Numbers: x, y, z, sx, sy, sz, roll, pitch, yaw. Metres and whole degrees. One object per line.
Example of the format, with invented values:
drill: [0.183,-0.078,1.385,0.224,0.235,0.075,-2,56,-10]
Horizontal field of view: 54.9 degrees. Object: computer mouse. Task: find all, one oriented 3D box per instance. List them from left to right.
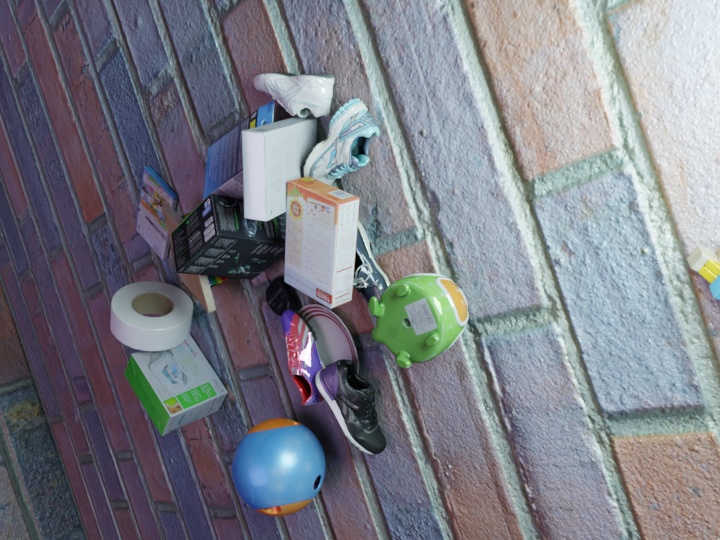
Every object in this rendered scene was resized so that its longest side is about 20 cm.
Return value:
computer mouse: [-0.192,0.017,1.499,0.059,0.034,0.201,-43,64,29]

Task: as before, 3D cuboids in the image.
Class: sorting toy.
sorting toy: [-0.370,-0.038,1.581,0.199,0.069,0.202,35,140,52]

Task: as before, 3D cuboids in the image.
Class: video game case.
video game case: [-0.531,-0.148,1.796,0.143,0.018,0.201,43,130,29]

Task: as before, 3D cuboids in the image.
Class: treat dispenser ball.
treat dispenser ball: [-0.174,0.421,1.488,0.200,0.200,0.203,17,116,41]

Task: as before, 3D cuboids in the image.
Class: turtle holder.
turtle holder: [0.099,0.085,1.143,0.141,0.131,0.186,44,131,25]

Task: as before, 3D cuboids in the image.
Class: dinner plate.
dinner plate: [-0.070,0.164,1.423,0.199,0.024,0.202,18,116,42]

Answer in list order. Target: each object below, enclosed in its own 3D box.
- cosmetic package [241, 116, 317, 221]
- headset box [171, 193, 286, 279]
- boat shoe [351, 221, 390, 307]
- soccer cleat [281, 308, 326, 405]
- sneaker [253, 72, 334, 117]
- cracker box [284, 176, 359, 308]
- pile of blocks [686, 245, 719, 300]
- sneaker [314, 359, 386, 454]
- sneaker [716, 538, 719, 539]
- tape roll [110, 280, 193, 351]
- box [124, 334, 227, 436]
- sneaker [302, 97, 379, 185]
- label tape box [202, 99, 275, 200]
cosmetic package: [-0.141,-0.187,1.246,0.051,0.200,0.152,8,111,21]
headset box: [-0.250,-0.062,1.400,0.174,0.199,0.094,-33,61,42]
boat shoe: [0.000,0.000,1.266,0.075,0.062,0.202,-24,86,47]
soccer cleat: [-0.122,0.175,1.410,0.068,0.073,0.202,-28,83,47]
sneaker: [-0.130,-0.326,1.283,0.199,0.070,0.081,18,116,41]
cracker box: [-0.072,-0.051,1.234,0.133,0.057,0.202,27,123,38]
pile of blocks: [0.465,0.032,0.784,0.200,0.082,0.062,46,132,26]
sneaker: [-0.002,0.264,1.340,0.087,0.076,0.201,-34,94,32]
sneaker: [0.503,0.458,0.902,0.089,0.074,0.201,-54,55,41]
tape roll: [-0.525,0.112,1.747,0.202,0.201,0.071,37,128,31]
box: [-0.469,0.288,1.765,0.200,0.176,0.097,51,133,21]
sneaker: [-0.034,-0.200,1.225,0.086,0.077,0.201,49,133,18]
label tape box: [-0.221,-0.223,1.362,0.199,0.066,0.144,-27,49,31]
